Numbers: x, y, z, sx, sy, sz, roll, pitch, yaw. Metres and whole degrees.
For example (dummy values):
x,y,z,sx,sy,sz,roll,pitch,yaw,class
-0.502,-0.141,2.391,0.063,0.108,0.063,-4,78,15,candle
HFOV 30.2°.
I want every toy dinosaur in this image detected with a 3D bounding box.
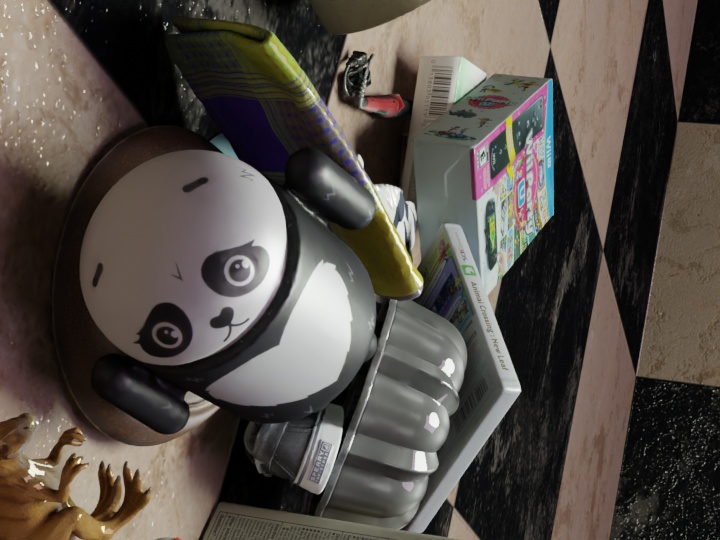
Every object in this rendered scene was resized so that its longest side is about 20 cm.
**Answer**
x,y,z,sx,sy,sz,roll,pitch,yaw,class
-0.174,0.148,0.733,0.106,0.060,0.200,-20,124,-33,toy dinosaur

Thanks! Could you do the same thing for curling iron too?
x,y,z,sx,sy,sz,roll,pitch,yaw,class
0.026,-0.159,1.207,0.200,0.026,0.050,7,92,-70,curling iron

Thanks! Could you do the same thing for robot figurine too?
x,y,z,sx,sy,sz,roll,pitch,yaw,class
-0.067,0.015,0.745,0.200,0.125,0.150,41,54,-55,robot figurine

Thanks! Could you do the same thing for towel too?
x,y,z,sx,sy,sz,roll,pitch,yaw,class
-0.042,-0.066,0.828,0.023,0.144,0.200,-41,121,-19,towel

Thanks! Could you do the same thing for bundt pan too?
x,y,z,sx,sy,sz,roll,pitch,yaw,class
0.025,0.118,1.029,0.202,0.076,0.202,-160,-90,-88,bundt pan

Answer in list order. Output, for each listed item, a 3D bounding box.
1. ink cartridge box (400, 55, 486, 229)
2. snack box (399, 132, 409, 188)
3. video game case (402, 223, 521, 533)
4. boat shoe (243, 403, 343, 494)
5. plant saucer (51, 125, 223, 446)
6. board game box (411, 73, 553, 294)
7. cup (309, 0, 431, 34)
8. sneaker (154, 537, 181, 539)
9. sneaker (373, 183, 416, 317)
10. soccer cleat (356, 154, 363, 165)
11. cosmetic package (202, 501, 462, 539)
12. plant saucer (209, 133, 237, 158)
x,y,z,sx,sy,sz,roll,pitch,yaw,class
0.104,-0.112,1.323,0.200,0.050,0.161,12,85,-62,ink cartridge box
0.083,-0.107,1.382,0.200,0.024,0.072,-16,111,-68,snack box
0.062,0.092,1.133,0.182,0.022,0.200,-106,-148,-41,video game case
-0.055,0.129,1.012,0.200,0.068,0.072,139,-29,-87,boat shoe
-0.111,0.011,0.826,0.200,0.032,0.200,-17,110,-59,plant saucer
0.119,-0.084,1.241,0.200,0.064,0.148,-45,136,-54,board game box
0.017,-0.287,0.950,0.143,0.200,0.200,53,40,-26,cup
-0.113,0.199,0.785,0.093,0.070,0.200,-53,174,7,sneaker
0.000,0.000,1.104,0.199,0.079,0.130,24,64,-80,sneaker
-0.030,-0.022,0.961,0.200,0.069,0.085,80,21,-48,soccer cleat
-0.020,0.236,0.941,0.071,0.200,0.105,74,30,-44,cosmetic package
-0.084,0.001,0.953,0.200,0.027,0.200,7,90,-71,plant saucer
